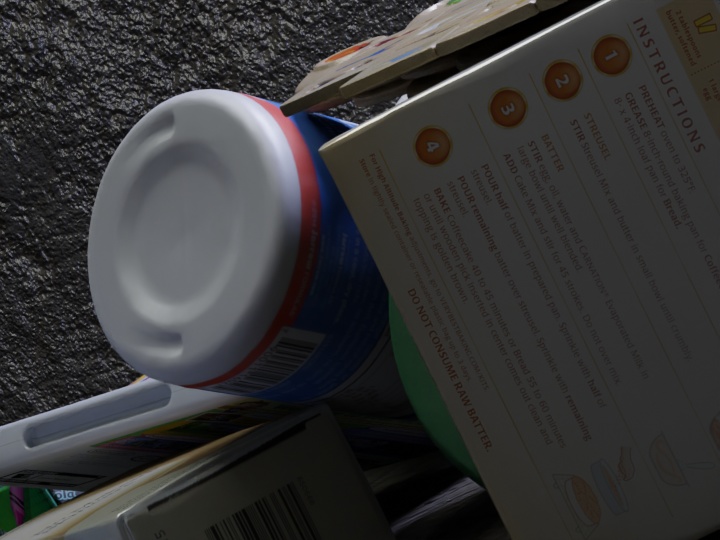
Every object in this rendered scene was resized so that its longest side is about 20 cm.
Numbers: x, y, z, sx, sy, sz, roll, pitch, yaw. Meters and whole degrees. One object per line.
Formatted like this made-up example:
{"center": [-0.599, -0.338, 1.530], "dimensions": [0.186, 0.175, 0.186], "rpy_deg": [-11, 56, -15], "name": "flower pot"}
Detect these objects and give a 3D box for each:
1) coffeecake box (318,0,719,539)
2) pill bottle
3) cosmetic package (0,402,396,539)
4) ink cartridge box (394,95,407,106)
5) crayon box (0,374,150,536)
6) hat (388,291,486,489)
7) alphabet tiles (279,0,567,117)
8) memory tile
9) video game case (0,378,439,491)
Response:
{"center": [0.113, -0.015, 0.823], "dimensions": [0.199, 0.154, 0.073], "rpy_deg": [-26, 3, 17], "name": "coffeecake box"}
{"center": [0.000, 0.000, 1.091], "dimensions": [0.112, 0.113, 0.199], "rpy_deg": [-25, -24, 37], "name": "pill bottle"}
{"center": [-0.077, 0.117, 1.113], "dimensions": [0.105, 0.071, 0.200], "rpy_deg": [-27, 2, -29], "name": "cosmetic package"}
{"center": [0.040, -0.020, 1.357], "dimensions": [0.176, 0.084, 0.200], "rpy_deg": [-55, -7, -8], "name": "ink cartridge box"}
{"center": [-0.106, 0.088, 1.468], "dimensions": [0.200, 0.058, 0.119], "rpy_deg": [-36, 4, -33], "name": "crayon box"}
{"center": [0.119, 0.013, 0.996], "dimensions": [0.199, 0.167, 0.175], "rpy_deg": [25, 5, 41], "name": "hat"}
{"center": [0.073, -0.098, 0.877], "dimensions": [0.199, 0.006, 0.166], "rpy_deg": [-23, 7, 22], "name": "alphabet tiles"}
{"center": [0.068, -0.095, 0.979], "dimensions": [0.153, 0.017, 0.200], "rpy_deg": [-27, 10, -20], "name": "memory tile"}
{"center": [-0.048, 0.072, 1.238], "dimensions": [0.181, 0.022, 0.199], "rpy_deg": [-18, -18, 37], "name": "video game case"}
